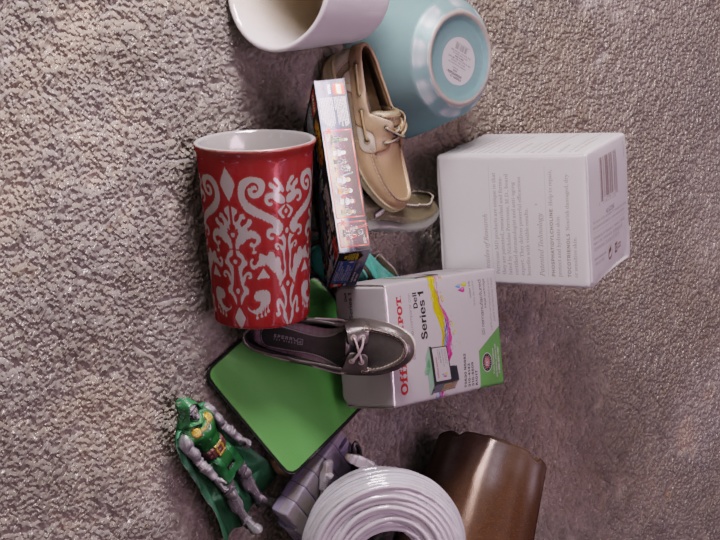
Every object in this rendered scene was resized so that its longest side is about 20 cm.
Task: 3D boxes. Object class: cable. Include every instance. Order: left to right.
[{"bbox_3d":[0.029,0.329,1.705,0.199,0.069,0.201,15,99,-12],"label":"cable"}]

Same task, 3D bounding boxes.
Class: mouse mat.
[{"bbox_3d":[-0.068,0.120,1.710,0.200,0.008,0.161,-42,96,-30],"label":"mouse mat"}]

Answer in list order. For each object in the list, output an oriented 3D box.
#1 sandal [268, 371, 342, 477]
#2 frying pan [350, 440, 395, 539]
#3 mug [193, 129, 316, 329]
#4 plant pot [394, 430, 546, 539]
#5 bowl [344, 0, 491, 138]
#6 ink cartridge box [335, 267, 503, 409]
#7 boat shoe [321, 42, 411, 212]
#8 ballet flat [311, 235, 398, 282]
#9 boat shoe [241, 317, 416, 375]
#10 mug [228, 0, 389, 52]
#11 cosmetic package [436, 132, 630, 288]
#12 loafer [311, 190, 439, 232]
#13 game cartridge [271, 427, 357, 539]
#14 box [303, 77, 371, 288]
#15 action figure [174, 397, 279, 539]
[{"bbox_3d":[-0.048,0.154,1.748,0.080,0.054,0.201,37,66,-41],"label":"sandal"},{"bbox_3d":[0.017,0.291,1.795,0.115,0.031,0.191,-11,117,-53],"label":"frying pan"},{"bbox_3d":[-0.096,-0.050,1.624,0.177,0.133,0.202,-14,109,-40],"label":"mug"},{"bbox_3d":[0.143,0.325,1.880,0.200,0.199,0.199,36,63,-41],"label":"plant pot"},{"bbox_3d":[0.085,-0.261,1.784,0.200,0.105,0.202,-7,100,-43],"label":"bowl"},{"bbox_3d":[0.073,0.078,1.739,0.199,0.084,0.146,-8,94,-44],"label":"ink cartridge box"},{"bbox_3d":[0.018,-0.167,1.713,0.071,0.064,0.201,-29,97,-53],"label":"boat shoe"},{"bbox_3d":[0.000,0.000,1.778,0.200,0.067,0.071,45,42,-38],"label":"ballet flat"},{"bbox_3d":[-0.039,0.085,1.638,0.057,0.199,0.067,-24,119,-69],"label":"boat shoe"},{"bbox_3d":[-0.042,-0.334,1.628,0.153,0.149,0.188,-5,106,-51],"label":"mug"},{"bbox_3d":[0.222,-0.081,1.849,0.167,0.199,0.168,-28,117,-58],"label":"cosmetic package"},{"bbox_3d":[0.020,-0.084,1.766,0.199,0.075,0.070,-7,105,-43],"label":"loafer"},{"bbox_3d":[-0.032,0.290,1.776,0.130,0.038,0.200,-52,141,-19],"label":"game cartridge"},{"bbox_3d":[-0.028,-0.095,1.632,0.040,0.137,0.201,-6,74,-10],"label":"box"},{"bbox_3d":[-0.158,0.215,1.651,0.118,0.054,0.201,-60,135,-35],"label":"action figure"}]
